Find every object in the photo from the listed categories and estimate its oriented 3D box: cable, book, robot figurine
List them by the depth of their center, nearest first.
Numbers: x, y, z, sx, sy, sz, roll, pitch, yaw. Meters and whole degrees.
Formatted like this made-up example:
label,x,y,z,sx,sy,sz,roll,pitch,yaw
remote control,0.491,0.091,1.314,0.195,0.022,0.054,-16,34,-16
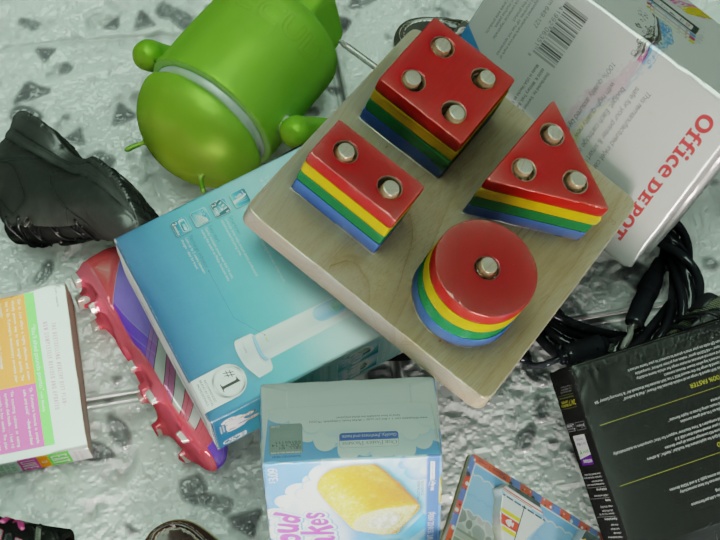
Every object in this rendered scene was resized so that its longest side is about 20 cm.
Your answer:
label,x,y,z,sx,sy,sz,roll,pitch,yaw
book,-0.308,0.094,1.247,0.200,0.048,0.134,-10,67,-3
cable,0.176,-0.019,1.292,0.163,0.051,0.200,-11,63,-5
robot figurine,-0.097,-0.150,1.326,0.175,0.116,0.200,28,67,21

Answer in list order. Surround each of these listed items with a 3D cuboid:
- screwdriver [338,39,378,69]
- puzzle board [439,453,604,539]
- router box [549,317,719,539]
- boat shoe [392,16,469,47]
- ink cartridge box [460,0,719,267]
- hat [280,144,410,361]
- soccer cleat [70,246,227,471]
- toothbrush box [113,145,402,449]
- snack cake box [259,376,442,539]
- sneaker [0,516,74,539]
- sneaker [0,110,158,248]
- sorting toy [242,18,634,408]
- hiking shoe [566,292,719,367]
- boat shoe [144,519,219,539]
label,x,y,z,sx,sy,sz,roll,pitch,yaw
screwdriver,0.060,-0.116,1.260,0.200,0.028,0.029,36,25,6
puzzle board,0.126,0.233,1.117,0.200,0.017,0.151,34,62,-26
router box,0.249,0.110,1.156,0.200,0.051,0.149,-16,84,-14
boat shoe,0.117,-0.165,1.363,0.200,0.057,0.067,30,67,15
ink cartridge box,0.181,-0.132,1.220,0.200,0.147,0.145,40,31,11
hat,0.000,0.000,1.263,0.200,0.081,0.201,7,55,-10
soccer cleat,-0.144,0.059,1.252,0.076,0.067,0.200,-29,64,-18
toothbrush box,-0.045,0.007,1.143,0.200,0.085,0.147,-28,75,-9
snack cake box,-0.006,0.159,1.117,0.115,0.200,0.067,-3,48,-1
sneaker,-0.250,0.198,1.177,0.087,0.074,0.200,-37,75,-17
sneaker,-0.228,-0.049,1.291,0.200,0.076,0.091,30,76,43
sorting toy,0.064,-0.050,1.090,0.199,0.070,0.200,39,59,3
hiking shoe,0.240,0.069,1.234,0.200,0.076,0.101,2,67,-9
boat shoe,-0.090,0.250,1.147,0.072,0.072,0.200,-27,66,-12
